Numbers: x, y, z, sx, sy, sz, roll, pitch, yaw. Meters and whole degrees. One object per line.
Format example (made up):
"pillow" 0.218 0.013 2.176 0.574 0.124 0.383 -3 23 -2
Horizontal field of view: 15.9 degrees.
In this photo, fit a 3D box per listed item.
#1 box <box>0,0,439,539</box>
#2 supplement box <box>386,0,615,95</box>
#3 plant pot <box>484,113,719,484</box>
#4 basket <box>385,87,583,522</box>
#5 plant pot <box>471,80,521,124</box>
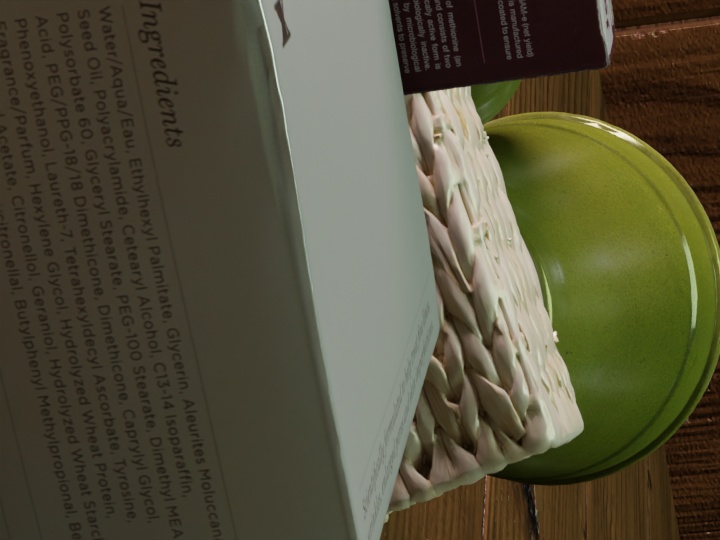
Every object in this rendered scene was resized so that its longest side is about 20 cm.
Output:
"box" -0.061 -0.025 0.802 0.199 0.130 0.201 -69 151 -67
"supplement box" -0.016 -0.116 0.902 0.061 0.199 0.109 -69 151 -68
"plant pot" 0.064 0.018 1.306 0.193 0.199 0.201 -4 88 -68
"basket" 0.000 0.000 1.026 0.136 0.123 0.201 -1 71 -80
"plant pot" 0.020 -0.161 1.209 0.193 0.199 0.201 88 2 -57
